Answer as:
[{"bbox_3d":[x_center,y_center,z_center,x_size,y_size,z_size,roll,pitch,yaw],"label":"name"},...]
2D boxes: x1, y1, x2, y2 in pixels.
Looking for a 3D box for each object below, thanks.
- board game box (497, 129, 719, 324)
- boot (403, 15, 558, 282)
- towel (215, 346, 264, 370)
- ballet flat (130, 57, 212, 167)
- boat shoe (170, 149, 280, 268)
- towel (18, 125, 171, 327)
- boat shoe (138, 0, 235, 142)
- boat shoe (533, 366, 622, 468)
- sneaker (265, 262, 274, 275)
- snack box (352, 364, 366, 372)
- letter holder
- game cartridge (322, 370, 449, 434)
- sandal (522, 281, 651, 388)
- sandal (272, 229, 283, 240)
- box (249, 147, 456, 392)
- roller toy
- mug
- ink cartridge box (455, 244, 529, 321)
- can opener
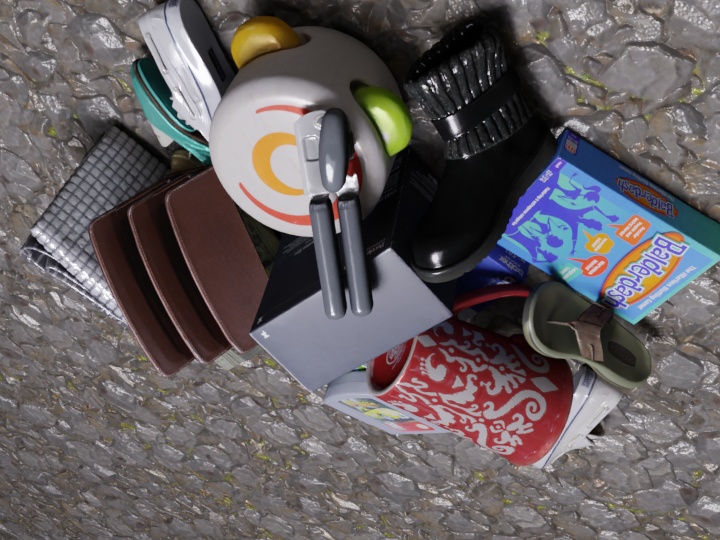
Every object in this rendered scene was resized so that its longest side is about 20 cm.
[{"bbox_3d":[0.251,-0.039,1.086,0.198,0.045,0.152,29,142,-8],"label":"board game box"},{"bbox_3d":[0.087,-0.112,0.972,0.079,0.212,0.158,14,152,47],"label":"boot"},{"bbox_3d":[-0.203,0.048,1.457,0.200,0.035,0.192,43,136,-19],"label":"towel"},{"bbox_3d":[-0.187,-0.151,1.171,0.199,0.068,0.070,37,130,-18],"label":"ballet flat"},{"bbox_3d":[-0.162,-0.059,1.255,0.200,0.063,0.073,49,159,-20],"label":"boat shoe"},{"bbox_3d":[-0.291,-0.049,1.245,0.165,0.201,0.085,42,140,-20],"label":"towel"},{"bbox_3d":[-0.169,-0.189,1.106,0.064,0.074,0.202,-12,115,21],"label":"boat shoe"},{"bbox_3d":[0.278,0.201,1.341,0.069,0.071,0.201,24,136,5],"label":"boat shoe"},{"bbox_3d":[-0.087,0.068,1.297,0.075,0.076,0.202,-20,125,-11],"label":"sneaker"},{"bbox_3d":[0.069,0.139,1.361,0.197,0.054,0.143,15,159,13],"label":"snack box"},{"bbox_3d":[-0.194,0.006,1.166,0.100,0.142,0.202,-4,116,49],"label":"letter holder"},{"bbox_3d":[0.036,0.170,1.345,0.132,0.041,0.199,31,158,-20],"label":"game cartridge"},{"bbox_3d":[0.253,0.066,1.125,0.199,0.081,0.057,24,160,-28],"label":"sandal"},{"bbox_3d":[-0.072,-0.074,1.218,0.074,0.048,0.202,21,143,5],"label":"sandal"},{"bbox_3d":[0.000,0.000,1.118,0.199,0.183,0.104,-31,116,30],"label":"box"},{"bbox_3d":[-0.052,-0.143,1.051,0.197,0.141,0.184,21,132,-1],"label":"roller toy"},{"bbox_3d":[0.119,0.100,1.155,0.198,0.180,0.133,23,155,-22],"label":"mug"},{"bbox_3d":[0.103,0.014,1.231,0.093,0.045,0.200,33,142,-14],"label":"ink cartridge box"},{"bbox_3d":[-0.025,-0.049,0.960,0.052,0.067,0.203,-5,110,8],"label":"can opener"}]
